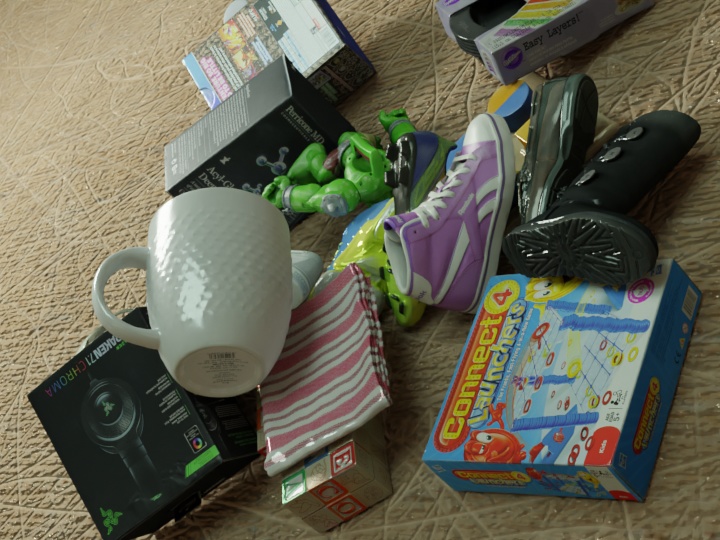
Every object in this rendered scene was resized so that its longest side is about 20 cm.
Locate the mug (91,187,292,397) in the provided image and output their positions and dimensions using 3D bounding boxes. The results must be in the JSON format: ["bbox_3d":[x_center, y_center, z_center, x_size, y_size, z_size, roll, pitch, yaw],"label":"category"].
[{"bbox_3d":[-0.165,0.028,1.257,0.148,0.199,0.176,110,160,-47],"label":"mug"}]

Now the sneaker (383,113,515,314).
[{"bbox_3d":[0.083,-0.065,1.234,0.073,0.114,0.201,164,116,-67],"label":"sneaker"}]

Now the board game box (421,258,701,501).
[{"bbox_3d":[0.172,0.092,1.087,0.195,0.056,0.200,-7,50,44],"label":"board game box"}]

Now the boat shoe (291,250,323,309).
[{"bbox_3d":[-0.123,0.010,1.495,0.200,0.072,0.069,-16,22,47],"label":"boat shoe"}]

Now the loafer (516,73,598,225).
[{"bbox_3d":[0.183,-0.098,1.240,0.063,0.072,0.201,2,67,37],"label":"loafer"}]

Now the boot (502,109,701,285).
[{"bbox_3d":[0.242,-0.070,1.122,0.200,0.066,0.165,-38,25,-29],"label":"boot"}]

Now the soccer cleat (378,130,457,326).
[{"bbox_3d":[0.067,-0.042,1.298,0.065,0.083,0.201,-176,88,-66],"label":"soccer cleat"}]

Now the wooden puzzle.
[{"bbox_3d":[0.154,-0.127,1.344,0.185,0.046,0.200,-45,33,2],"label":"wooden puzzle"}]

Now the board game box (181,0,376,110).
[{"bbox_3d":[-0.109,-0.270,1.687,0.200,0.097,0.160,-38,61,12],"label":"board game box"}]

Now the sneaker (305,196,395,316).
[{"bbox_3d":[0.000,0.000,1.378,0.200,0.076,0.105,-48,15,-2],"label":"sneaker"}]

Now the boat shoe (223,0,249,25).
[{"bbox_3d":[-0.150,-0.282,1.824,0.074,0.086,0.203,-14,74,33],"label":"boat shoe"}]

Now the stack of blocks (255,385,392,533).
[{"bbox_3d":[-0.040,0.156,1.252,0.115,0.059,0.200,-33,36,19],"label":"stack of blocks"}]

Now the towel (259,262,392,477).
[{"bbox_3d":[-0.043,0.094,1.239,0.146,0.030,0.200,-35,35,19],"label":"towel"}]

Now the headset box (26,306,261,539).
[{"bbox_3d":[-0.222,0.167,1.329,0.174,0.093,0.200,-36,76,19],"label":"headset box"}]

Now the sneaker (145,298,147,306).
[{"bbox_3d":[-0.243,0.048,1.581,0.071,0.073,0.200,-51,15,37],"label":"sneaker"}]

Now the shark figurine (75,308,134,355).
[{"bbox_3d":[-0.323,0.144,1.570,0.128,0.090,0.215,-13,43,-10],"label":"shark figurine"}]

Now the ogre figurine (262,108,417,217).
[{"bbox_3d":[-0.005,-0.116,1.455,0.200,0.098,0.120,-13,27,-27],"label":"ogre figurine"}]

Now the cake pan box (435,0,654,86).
[{"bbox_3d":[0.199,-0.299,1.432,0.200,0.052,0.184,-29,32,-1],"label":"cake pan box"}]

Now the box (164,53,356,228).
[{"bbox_3d":[-0.119,-0.137,1.564,0.200,0.148,0.107,-36,35,17],"label":"box"}]
